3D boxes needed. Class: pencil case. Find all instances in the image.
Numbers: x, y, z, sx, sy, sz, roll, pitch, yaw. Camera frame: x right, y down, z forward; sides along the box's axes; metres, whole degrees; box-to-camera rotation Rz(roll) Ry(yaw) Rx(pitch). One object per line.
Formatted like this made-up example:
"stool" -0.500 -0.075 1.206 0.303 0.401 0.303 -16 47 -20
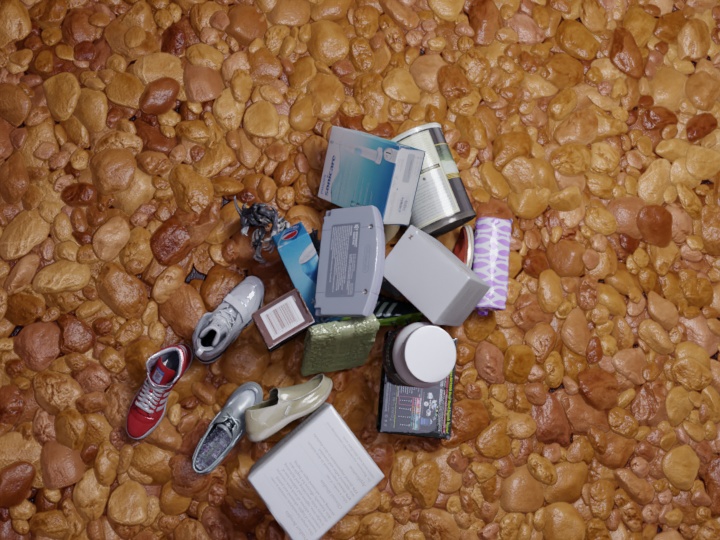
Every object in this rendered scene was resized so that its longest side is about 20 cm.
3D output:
"pencil case" 0.271 -0.013 1.371 0.081 0.085 0.206 9 80 -10

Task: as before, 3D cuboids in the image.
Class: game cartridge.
"game cartridge" -0.018 -0.015 1.202 0.130 0.040 0.206 -3 76 36

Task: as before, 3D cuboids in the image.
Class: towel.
"towel" -0.044 0.146 1.256 0.144 0.202 0.037 -9 61 -14

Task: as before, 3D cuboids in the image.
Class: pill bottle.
"pill bottle" 0.107 0.156 1.203 0.112 0.200 0.120 1 81 -7

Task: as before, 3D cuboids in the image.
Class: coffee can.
"coffee can" 0.137 -0.177 1.346 0.143 0.146 0.205 -21 85 -9

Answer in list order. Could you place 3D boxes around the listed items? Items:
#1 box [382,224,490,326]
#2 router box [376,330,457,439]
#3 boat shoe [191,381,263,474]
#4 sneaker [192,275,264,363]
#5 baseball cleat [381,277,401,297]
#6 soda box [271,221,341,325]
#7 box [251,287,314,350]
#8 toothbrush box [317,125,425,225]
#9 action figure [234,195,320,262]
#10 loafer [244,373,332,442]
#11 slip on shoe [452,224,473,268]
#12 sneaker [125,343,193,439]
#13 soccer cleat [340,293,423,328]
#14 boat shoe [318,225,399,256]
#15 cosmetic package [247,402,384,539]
"box" 0.144 0.016 1.245 0.152 0.199 0.107 43 100 21
"router box" 0.115 0.232 1.327 0.145 0.062 0.207 7 81 -5
"boat shoe" -0.256 0.308 1.265 0.069 0.072 0.203 35 79 -1
"sneaker" -0.257 0.093 1.273 0.075 0.115 0.202 37 79 -1
"baseball cleat" 0.000 0.000 1.311 0.106 0.070 0.200 -42 108 5
"soda box" -0.101 0.014 1.270 0.066 0.064 0.204 -25 120 -7
"box" -0.149 0.099 1.243 0.098 0.200 0.076 -29 87 -10
"toothbrush box" 0.017 -0.188 1.286 0.084 0.198 0.151 -1 109 -46
"action figure" -0.177 -0.071 1.309 0.196 0.119 0.104 25 74 -9
"loafer" -0.141 0.254 1.268 0.197 0.075 0.070 -31 104 -25
"slip on shoe" 0.196 0.000 1.369 0.059 0.074 0.206 16 85 -1
"sneaker" -0.391 0.228 1.238 0.070 0.113 0.204 29 79 -2
"soccer cleat" 0.048 0.078 1.343 0.194 0.068 0.083 -7 70 -8
"boat shoe" -0.008 -0.065 1.352 0.198 0.065 0.073 -37 120 -7
"cosmetic package" -0.087 0.379 1.229 0.198 0.166 0.169 -38 87 -11
